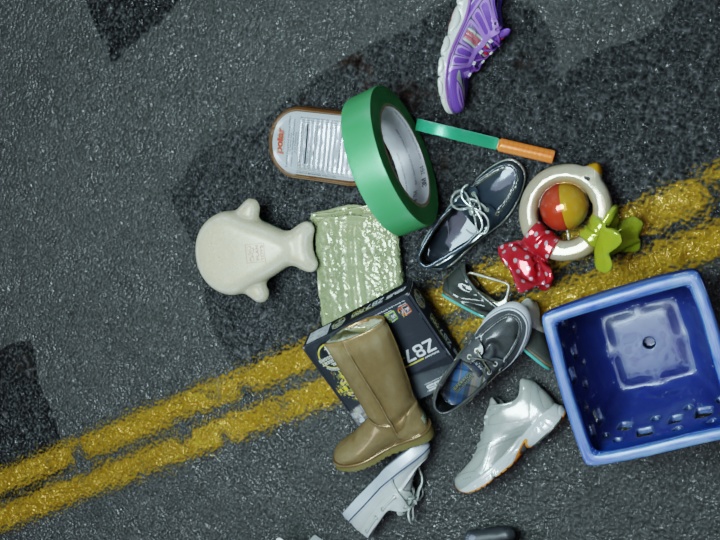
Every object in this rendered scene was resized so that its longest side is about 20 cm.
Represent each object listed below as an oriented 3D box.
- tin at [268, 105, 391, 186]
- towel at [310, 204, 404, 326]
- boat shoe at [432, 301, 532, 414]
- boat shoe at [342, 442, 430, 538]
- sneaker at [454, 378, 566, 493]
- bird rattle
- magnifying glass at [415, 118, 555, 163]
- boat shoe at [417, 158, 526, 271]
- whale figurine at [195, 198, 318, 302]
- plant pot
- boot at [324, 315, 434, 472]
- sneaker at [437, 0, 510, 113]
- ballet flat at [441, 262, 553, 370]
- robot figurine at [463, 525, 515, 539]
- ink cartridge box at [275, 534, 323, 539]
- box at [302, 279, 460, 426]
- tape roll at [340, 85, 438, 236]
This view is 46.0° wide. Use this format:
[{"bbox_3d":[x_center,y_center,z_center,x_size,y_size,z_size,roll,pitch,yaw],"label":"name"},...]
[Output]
[{"bbox_3d":[-0.049,-0.190,1.291,0.197,0.042,0.114,10,97,22],"label":"tin"},{"bbox_3d":[0.000,0.000,1.297,0.146,0.036,0.204,-5,95,22],"label":"towel"},{"bbox_3d":[0.161,0.127,1.167,0.070,0.066,0.200,43,122,5],"label":"boat shoe"},{"bbox_3d":[0.058,0.345,1.301,0.086,0.074,0.203,45,114,12],"label":"boat shoe"},{"bbox_3d":[0.201,0.238,1.233,0.200,0.075,0.092,-45,72,14],"label":"sneaker"},{"bbox_3d":[0.278,-0.060,1.157,0.198,0.112,0.166,-12,81,37],"label":"bird rattle"},{"bbox_3d":[0.172,-0.182,1.183,0.197,0.080,0.023,17,100,10],"label":"magnifying glass"},{"bbox_3d":[0.154,-0.078,1.205,0.200,0.062,0.075,-43,79,22],"label":"boat shoe"},{"bbox_3d":[-0.157,-0.033,1.329,0.196,0.104,0.162,-6,96,14],"label":"whale figurine"},{"bbox_3d":[0.361,0.109,1.079,0.197,0.179,0.203,-18,90,24],"label":"plant pot"},{"bbox_3d":[0.000,0.181,1.244,0.173,0.066,0.202,-24,111,10],"label":"boot"},{"bbox_3d":[0.158,-0.312,1.163,0.082,0.081,0.203,19,104,13],"label":"sneaker"},{"bbox_3d":[0.206,0.058,1.203,0.199,0.068,0.069,35,101,14],"label":"ballet flat"},{"bbox_3d":[0.200,0.470,1.234,0.197,0.125,0.152,-18,114,24],"label":"robot figurine"},{"bbox_3d":[-0.060,0.518,1.380,0.198,0.068,0.117,29,108,16],"label":"ink cartridge box"},{"bbox_3d":[0.036,0.126,1.268,0.198,0.049,0.162,-27,109,24],"label":"box"},{"bbox_3d":[0.043,-0.150,1.166,0.048,0.200,0.204,-19,90,25],"label":"tape roll"}]
